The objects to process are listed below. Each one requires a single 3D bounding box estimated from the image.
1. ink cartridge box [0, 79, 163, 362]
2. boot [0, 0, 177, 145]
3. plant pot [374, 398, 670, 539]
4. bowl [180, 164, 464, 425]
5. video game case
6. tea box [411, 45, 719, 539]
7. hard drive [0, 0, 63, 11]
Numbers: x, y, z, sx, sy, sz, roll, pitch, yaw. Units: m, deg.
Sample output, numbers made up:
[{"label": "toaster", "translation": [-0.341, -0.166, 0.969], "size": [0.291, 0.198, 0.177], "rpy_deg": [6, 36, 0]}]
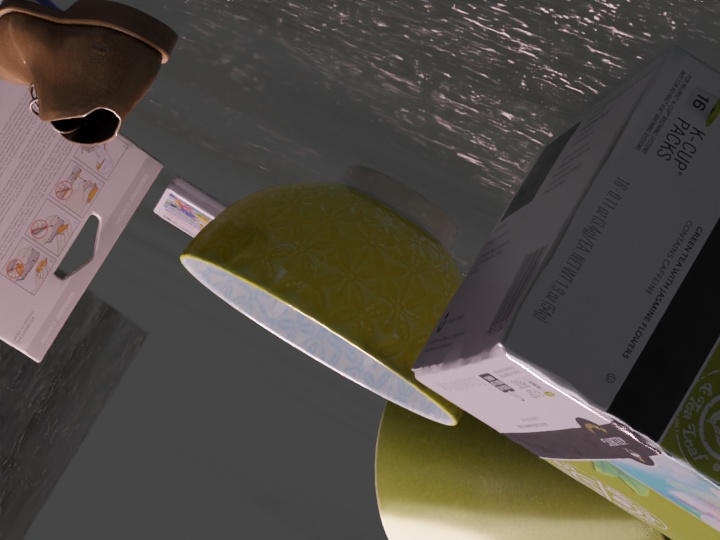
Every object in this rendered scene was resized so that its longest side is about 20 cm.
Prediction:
[{"label": "ink cartridge box", "translation": [-0.278, -0.052, 1.567], "size": [0.045, 0.200, 0.176], "rpy_deg": [23, 168, 48]}, {"label": "boot", "translation": [-0.190, -0.121, 1.202], "size": [0.074, 0.076, 0.200], "rpy_deg": [27, 169, -32]}, {"label": "plant pot", "translation": [0.145, 0.137, 1.353], "size": [0.200, 0.188, 0.187], "rpy_deg": [4, 156, 40]}, {"label": "bowl", "translation": [0.000, 0.000, 1.202], "size": [0.200, 0.108, 0.200], "rpy_deg": [31, 172, 5]}, {"label": "video game case", "translation": [-0.117, -0.031, 1.751], "size": [0.143, 0.018, 0.200], "rpy_deg": [33, 172, -6]}, {"label": "tea box", "translation": [0.147, 0.033, 0.778], "size": [0.196, 0.134, 0.200], "rpy_deg": [31, 172, -3]}, {"label": "hard drive", "translation": [-0.276, -0.207, 1.258], "size": [0.132, 0.025, 0.200], "rpy_deg": [23, 168, 44]}]
